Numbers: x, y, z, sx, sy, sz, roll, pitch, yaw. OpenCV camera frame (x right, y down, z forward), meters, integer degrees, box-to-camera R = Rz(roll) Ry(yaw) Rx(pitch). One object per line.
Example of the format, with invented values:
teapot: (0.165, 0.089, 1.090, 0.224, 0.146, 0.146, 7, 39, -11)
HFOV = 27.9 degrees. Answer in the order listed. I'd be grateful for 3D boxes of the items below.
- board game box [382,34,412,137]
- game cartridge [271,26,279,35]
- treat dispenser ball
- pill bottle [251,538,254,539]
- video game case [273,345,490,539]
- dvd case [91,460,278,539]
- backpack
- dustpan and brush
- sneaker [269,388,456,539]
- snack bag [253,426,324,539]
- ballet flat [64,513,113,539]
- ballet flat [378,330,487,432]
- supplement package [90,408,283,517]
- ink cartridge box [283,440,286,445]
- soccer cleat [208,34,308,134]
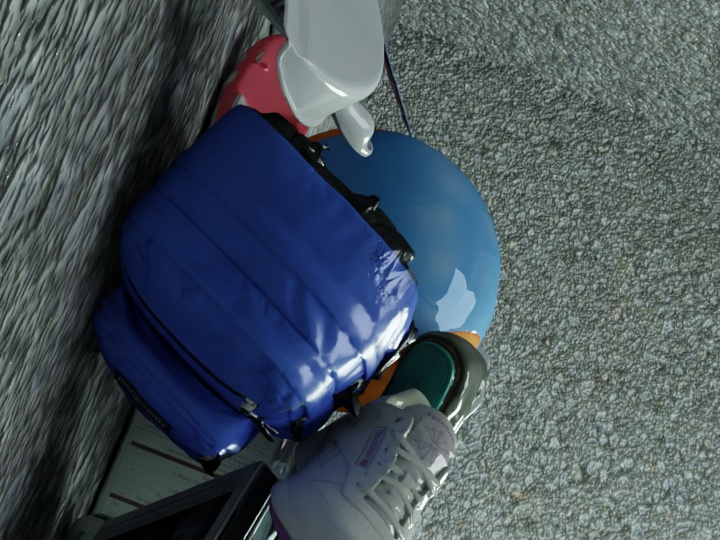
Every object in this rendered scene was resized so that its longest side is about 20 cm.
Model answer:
board game box: (-0.013, -0.187, 1.027, 0.201, 0.039, 0.159, 70, 2, -55)
game cartridge: (-0.030, -0.233, 1.171, 0.134, 0.040, 0.202, 103, 6, -57)
treat dispenser ball: (0.000, 0.000, 1.030, 0.201, 0.199, 0.203, -159, -90, -90)
pill bottle: (-0.094, 0.227, 0.871, 0.200, 0.111, 0.113, -145, -105, -77)
video game case: (0.014, 0.138, 1.069, 0.200, 0.024, 0.182, -43, 180, 9)
dvd case: (-0.138, 0.197, 0.796, 0.149, 0.025, 0.201, -25, -159, 37)
backpack: (-0.056, 0.019, 0.792, 0.168, 0.162, 0.200, -49, 177, -14)
dustpan and brush: (-0.017, -0.119, 0.775, 0.200, 0.057, 0.141, 44, 38, -53)
sneaker: (0.005, 0.117, 0.815, 0.099, 0.075, 0.200, -34, -167, 11)
snack bag: (-0.060, 0.167, 1.117, 0.200, 0.021, 0.190, -63, 172, -60)
ballet flat: (-0.172, 0.260, 0.999, 0.070, 0.069, 0.202, -69, 152, -55)
ballet flat: (0.019, 0.131, 0.942, 0.201, 0.067, 0.064, -57, 151, 8)
supplement package: (-0.137, 0.180, 1.118, 0.117, 0.116, 0.202, 113, -2, -73)
ink cartridge box: (-0.079, 0.061, 1.364, 0.086, 0.146, 0.202, -65, 176, -74)
soccer cleat: (-0.087, -0.059, 0.951, 0.076, 0.066, 0.202, 1, -106, 56)
